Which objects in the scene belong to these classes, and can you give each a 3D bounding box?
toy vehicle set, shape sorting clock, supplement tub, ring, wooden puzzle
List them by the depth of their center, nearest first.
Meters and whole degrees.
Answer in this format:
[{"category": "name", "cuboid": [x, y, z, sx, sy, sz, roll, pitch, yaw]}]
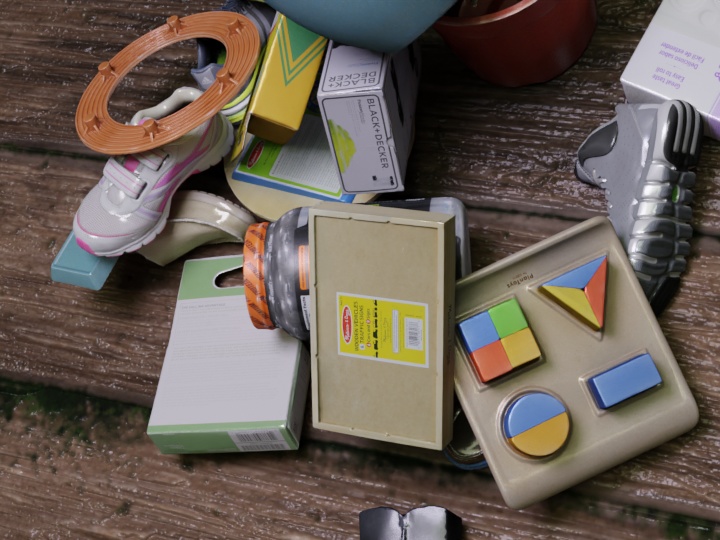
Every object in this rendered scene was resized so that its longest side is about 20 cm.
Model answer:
[{"category": "toy vehicle set", "cuboid": [0.018, 0.046, 1.152, 0.123, 0.026, 0.202, 8, 110, 24]}, {"category": "wooden puzzle", "cuboid": [0.171, 0.078, 1.152, 0.184, 0.046, 0.201, -24, 88, -4]}, {"category": "supplement tub", "cuboid": [0.000, 0.000, 1.246, 0.198, 0.123, 0.124, -3, 72, 8]}, {"category": "ring", "cuboid": [-0.187, -0.186, 1.301, 0.199, 0.019, 0.201, -17, 40, 15]}, {"category": "shape sorting clock", "cuboid": [-0.042, -0.130, 1.363, 0.198, 0.039, 0.201, -6, 60, 10]}]

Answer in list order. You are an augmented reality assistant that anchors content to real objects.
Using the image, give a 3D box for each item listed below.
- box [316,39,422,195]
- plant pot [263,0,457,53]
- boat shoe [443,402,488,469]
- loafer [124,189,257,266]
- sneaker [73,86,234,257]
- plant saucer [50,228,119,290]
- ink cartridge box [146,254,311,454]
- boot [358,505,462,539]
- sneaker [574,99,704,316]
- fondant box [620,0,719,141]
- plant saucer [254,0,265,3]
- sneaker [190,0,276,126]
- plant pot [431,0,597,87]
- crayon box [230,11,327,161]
[{"category": "box", "cuboid": [0.012, -0.178, 1.263, 0.060, 0.117, 0.201, -4, 44, 12]}, {"category": "plant pot", "cuboid": [0.018, -0.258, 1.110, 0.200, 0.200, 0.135, -43, 100, 3]}, {"category": "boat shoe", "cuboid": [0.143, 0.093, 1.215, 0.200, 0.072, 0.072, -47, 65, 1]}, {"category": "loafer", "cuboid": [-0.193, -0.040, 1.383, 0.199, 0.076, 0.069, 3, 75, 30]}, {"category": "sneaker", "cuboid": [-0.207, -0.103, 1.306, 0.081, 0.088, 0.200, 29, 69, 22]}, {"category": "plant saucer", "cuboid": [-0.240, -0.072, 1.365, 0.069, 0.019, 0.201, 10, 61, 34]}, {"category": "ink cartridge box", "cuboid": [-0.119, 0.079, 1.332, 0.144, 0.048, 0.201, -5, 53, 18]}, {"category": "boot", "cuboid": [0.006, 0.309, 1.200, 0.163, 0.066, 0.202, -1, 76, 11]}, {"category": "sneaker", "cuboid": [0.240, -0.057, 1.241, 0.115, 0.075, 0.202, 14, 91, 48]}, {"category": "fondant box", "cuboid": [0.350, -0.222, 1.249, 0.144, 0.058, 0.201, 27, 85, 25]}, {"category": "plant saucer", "cuboid": [-0.069, -0.350, 1.403, 0.198, 0.048, 0.202, 8, 72, -20]}, {"category": "sneaker", "cuboid": [-0.124, -0.251, 1.401, 0.073, 0.081, 0.201, -12, 55, 28]}, {"category": "plant pot", "cuboid": [0.132, -0.276, 1.268, 0.199, 0.195, 0.203, -6, 71, 18]}, {"category": "crayon box", "cuboid": [-0.067, -0.196, 1.285, 0.050, 0.127, 0.202, 18, 87, -9]}]
